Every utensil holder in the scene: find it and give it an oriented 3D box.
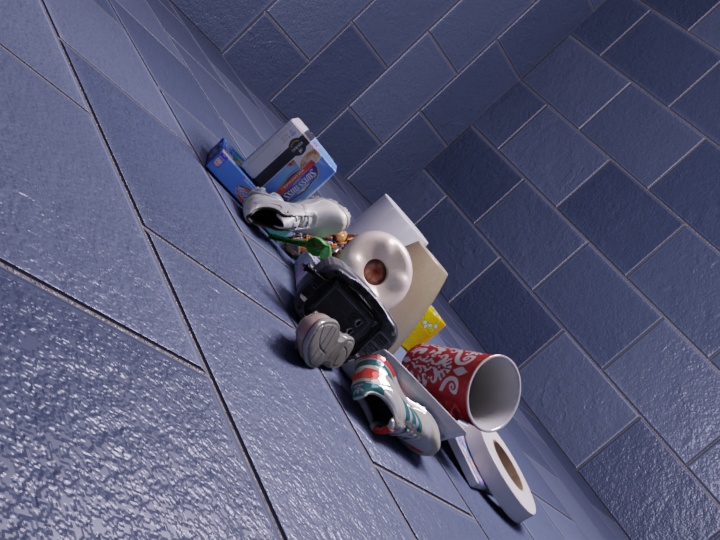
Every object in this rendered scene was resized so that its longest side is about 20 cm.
[{"bbox_3d":[0.038,-0.056,2.001,0.170,0.200,0.170,48,7,-8],"label":"utensil holder"}]

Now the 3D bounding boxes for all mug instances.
[{"bbox_3d":[0.154,0.201,1.499,0.176,0.135,0.199,-6,10,-36],"label":"mug"}]

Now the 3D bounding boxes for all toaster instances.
[{"bbox_3d":[-0.032,0.058,1.344,0.200,0.114,0.129,45,4,-11],"label":"toaster"}]

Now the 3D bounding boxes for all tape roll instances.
[{"bbox_3d":[0.265,0.377,1.595,0.204,0.037,0.203,53,13,-18],"label":"tape roll"}]

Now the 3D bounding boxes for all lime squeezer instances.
[{"bbox_3d":[-0.079,-0.034,1.507,0.070,0.038,0.199,4,21,-46],"label":"lime squeezer"}]

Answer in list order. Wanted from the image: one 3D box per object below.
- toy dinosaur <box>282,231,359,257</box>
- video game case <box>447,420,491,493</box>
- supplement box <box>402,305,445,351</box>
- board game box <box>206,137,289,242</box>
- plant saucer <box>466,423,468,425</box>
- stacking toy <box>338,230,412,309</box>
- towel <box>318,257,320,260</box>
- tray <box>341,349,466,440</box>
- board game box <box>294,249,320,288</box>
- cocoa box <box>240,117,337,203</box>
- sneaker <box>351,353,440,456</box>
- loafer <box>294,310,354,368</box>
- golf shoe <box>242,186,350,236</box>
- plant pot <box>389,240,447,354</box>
[{"bbox_3d":[-0.065,-0.056,1.671,0.199,0.103,0.136,21,10,-36],"label":"toy dinosaur"},{"bbox_3d":[0.212,0.349,1.587,0.200,0.018,0.144,37,24,-58],"label":"video game case"},{"bbox_3d":[0.088,0.083,1.942,0.200,0.109,0.109,43,9,-42],"label":"supplement box"},{"bbox_3d":[-0.212,-0.158,1.630,0.200,0.045,0.152,47,7,-18],"label":"board game box"},{"bbox_3d":[0.244,0.364,1.787,0.070,0.019,0.200,49,6,5],"label":"plant saucer"},{"bbox_3d":[0.000,0.000,1.591,0.146,0.146,0.200,47,-12,-15],"label":"stacking toy"},{"bbox_3d":[-0.024,-0.028,1.788,0.200,0.131,0.035,-40,116,-81],"label":"towel"},{"bbox_3d":[0.063,0.205,1.294,0.200,0.107,0.022,47,47,-18],"label":"tray"},{"bbox_3d":[-0.038,0.068,1.522,0.200,0.041,0.200,47,7,-15],"label":"board game box"},{"bbox_3d":[-0.133,-0.206,1.648,0.132,0.133,0.200,49,6,-9],"label":"cocoa box"},{"bbox_3d":[0.047,0.219,1.226,0.201,0.070,0.094,55,30,-23],"label":"sneaker"},{"bbox_3d":[-0.063,0.094,1.186,0.063,0.072,0.200,33,-4,18],"label":"loafer"},{"bbox_3d":[-0.117,-0.090,1.520,0.197,0.079,0.098,7,26,-2],"label":"golf shoe"},{"bbox_3d":[0.076,0.039,1.732,0.188,0.200,0.187,47,8,-8],"label":"plant pot"}]
